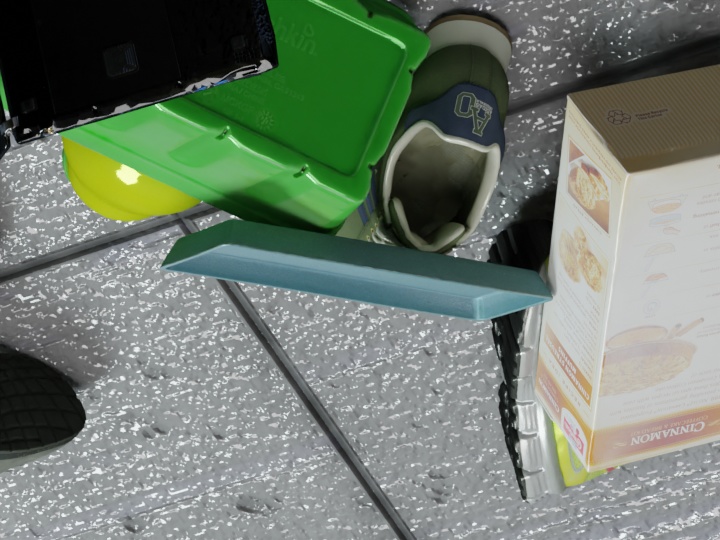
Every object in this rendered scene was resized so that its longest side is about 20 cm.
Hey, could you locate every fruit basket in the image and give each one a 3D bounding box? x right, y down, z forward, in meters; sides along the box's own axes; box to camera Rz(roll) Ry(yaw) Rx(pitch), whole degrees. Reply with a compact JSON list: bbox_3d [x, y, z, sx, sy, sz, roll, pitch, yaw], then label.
[{"bbox_3d":[-0.085,-0.098,1.510,0.215,0.156,0.216,23,174,2],"label":"fruit basket"}]

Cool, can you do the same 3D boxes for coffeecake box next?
[{"bbox_3d":[0.181,-0.005,1.549,0.153,0.073,0.200,-12,132,-19],"label":"coffeecake box"}]

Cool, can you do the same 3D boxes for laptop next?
[{"bbox_3d":[-0.140,-0.136,1.395,0.199,0.178,0.103,-16,165,8],"label":"laptop"}]

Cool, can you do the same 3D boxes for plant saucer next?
[{"bbox_3d":[0.000,0.000,1.528,0.200,0.019,0.070,11,164,-31],"label":"plant saucer"}]

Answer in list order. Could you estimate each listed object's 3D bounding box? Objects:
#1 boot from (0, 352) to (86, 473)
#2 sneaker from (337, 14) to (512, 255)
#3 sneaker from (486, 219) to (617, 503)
[{"bbox_3d":[-0.264,0.119,1.713,0.200,0.068,0.131,-15,153,-38],"label":"boot"},{"bbox_3d":[0.026,-0.036,1.567,0.067,0.090,0.200,15,134,-12],"label":"sneaker"},{"bbox_3d":[0.121,0.043,1.658,0.090,0.078,0.200,-10,137,-2],"label":"sneaker"}]
